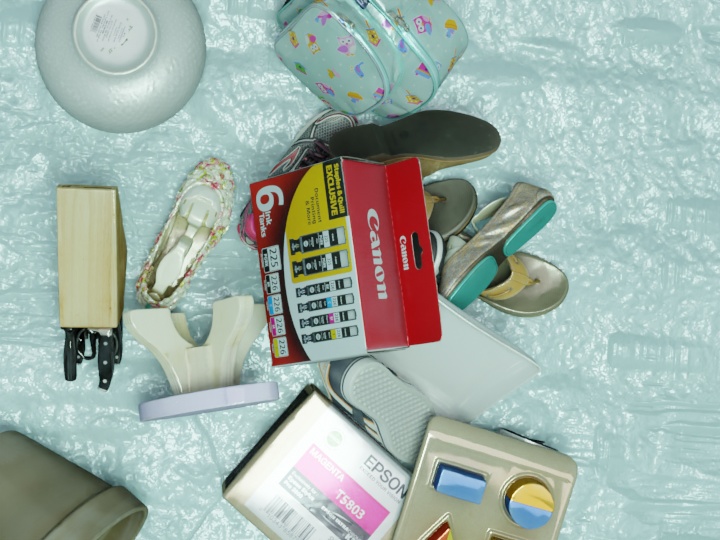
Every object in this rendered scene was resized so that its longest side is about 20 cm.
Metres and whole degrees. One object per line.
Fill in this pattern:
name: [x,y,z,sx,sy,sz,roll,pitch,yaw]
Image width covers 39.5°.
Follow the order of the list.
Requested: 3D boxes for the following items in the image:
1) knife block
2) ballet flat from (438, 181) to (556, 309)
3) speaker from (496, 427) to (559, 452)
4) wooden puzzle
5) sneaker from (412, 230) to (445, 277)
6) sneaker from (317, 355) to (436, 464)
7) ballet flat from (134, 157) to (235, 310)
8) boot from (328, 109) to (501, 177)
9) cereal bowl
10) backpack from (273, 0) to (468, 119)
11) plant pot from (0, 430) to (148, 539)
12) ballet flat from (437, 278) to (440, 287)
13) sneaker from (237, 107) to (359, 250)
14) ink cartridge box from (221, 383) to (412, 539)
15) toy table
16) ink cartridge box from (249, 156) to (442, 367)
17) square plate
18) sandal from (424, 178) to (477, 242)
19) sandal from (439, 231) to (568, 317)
knife block: [-0.296,0.027,1.102,0.063,0.201,0.177,1,60,-8]
ballet flat: [0.144,-0.028,1.179,0.200,0.068,0.067,-43,58,-11]
speaker: [0.169,0.294,1.205,0.081,0.081,0.202,21,87,-7]
wooden puzzle: [0.139,0.287,1.140,0.183,0.046,0.202,17,86,-3]
sneaker: [0.000,0.000,1.146,0.198,0.083,0.072,-20,62,19]
sneaker: [0.023,0.152,1.178,0.079,0.079,0.200,-50,133,-14]
ballet flat: [-0.199,-0.039,1.167,0.075,0.064,0.202,24,86,-8]
boot: [0.063,-0.133,1.164,0.198,0.076,0.074,-7,52,-2]
cereal bowl: [-0.276,-0.262,1.150,0.198,0.083,0.202,0,90,-8]
backpack: [0.013,-0.264,1.138,0.199,0.175,0.154,34,65,-17]
plant pot: [-0.361,0.276,1.093,0.173,0.200,0.200,40,84,12]
ballet flat: [0.094,0.061,1.204,0.072,0.072,0.201,-40,95,-6]
sneaker: [-0.066,-0.105,1.181,0.080,0.075,0.201,36,84,-5]
ink cartridge box: [-0.038,0.261,1.180,0.200,0.075,0.165,42,85,-5]
toy table: [-0.177,0.099,1.114,0.199,0.183,0.118,-13,81,34]
ink cartridge box: [-0.017,-0.010,1.052,0.174,0.084,0.202,-12,83,36]
square plate: [0.081,0.091,1.156,0.199,0.198,0.029,34,52,-6]
sandal: [0.045,-0.069,1.195,0.198,0.055,0.082,-8,65,-4]
sandal: [0.161,0.000,1.220,0.198,0.054,0.081,24,85,-6]
